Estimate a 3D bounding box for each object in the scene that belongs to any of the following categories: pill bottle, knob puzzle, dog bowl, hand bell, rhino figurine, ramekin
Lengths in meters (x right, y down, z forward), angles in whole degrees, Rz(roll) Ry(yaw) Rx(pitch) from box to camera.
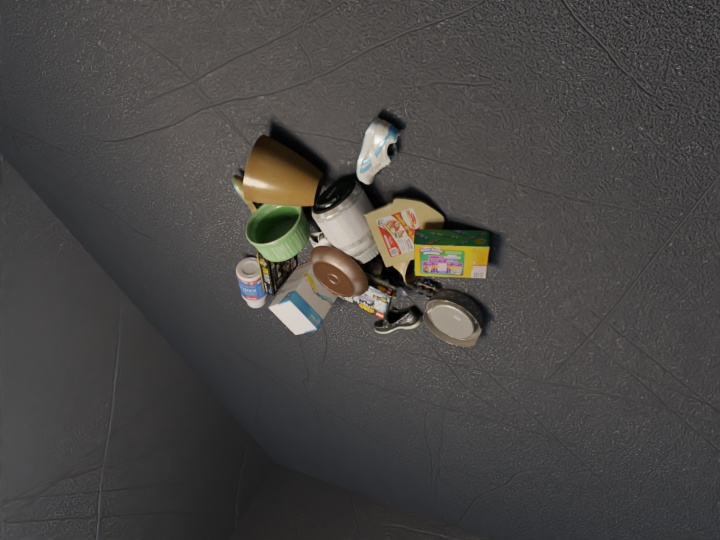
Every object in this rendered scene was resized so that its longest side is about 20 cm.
[{"bbox_3d":[-0.418,0.054,2.160,0.110,0.113,0.203,23,144,18],"label":"pill bottle"},{"bbox_3d":[0.131,-0.116,1.490,0.212,0.031,0.225,1,125,2],"label":"knob puzzle"},{"bbox_3d":[0.287,0.142,1.690,0.196,0.059,0.203,23,144,18],"label":"dog bowl"},{"bbox_3d":[0.088,-0.047,1.642,0.197,0.104,0.106,29,148,34],"label":"hand bell"},{"bbox_3d":[0.000,0.000,1.687,0.089,0.059,0.199,56,143,0],"label":"rhino figurine"},{"bbox_3d":[-0.252,-0.125,1.732,0.195,0.203,0.099,9,147,33],"label":"ramekin"}]

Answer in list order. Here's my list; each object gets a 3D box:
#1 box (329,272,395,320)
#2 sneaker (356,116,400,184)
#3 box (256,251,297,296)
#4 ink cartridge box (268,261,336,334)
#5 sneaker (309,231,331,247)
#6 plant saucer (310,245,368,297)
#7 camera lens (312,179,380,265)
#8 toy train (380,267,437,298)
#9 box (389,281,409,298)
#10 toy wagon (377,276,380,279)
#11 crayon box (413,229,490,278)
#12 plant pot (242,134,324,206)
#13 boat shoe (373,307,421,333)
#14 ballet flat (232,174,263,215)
[{"bbox_3d":[0.003,0.059,1.665,0.196,0.040,0.138,26,147,10],"label":"box"},{"bbox_3d":[0.043,-0.284,1.386,0.079,0.077,0.202,27,147,7],"label":"sneaker"},{"bbox_3d":[-0.280,-0.035,1.890,0.048,0.161,0.203,22,145,16],"label":"box"},{"bbox_3d":[-0.186,0.091,1.919,0.146,0.202,0.145,46,144,-20],"label":"ink cartridge box"},{"bbox_3d":[-0.079,-0.087,1.715,0.196,0.078,0.081,0,144,40],"label":"sneaker"},{"bbox_3d":[-0.070,0.014,1.595,0.196,0.037,0.203,24,147,17],"label":"plant saucer"},{"bbox_3d":[-0.031,-0.137,1.548,0.157,0.161,0.202,-4,130,43],"label":"camera lens"},{"bbox_3d":[0.150,0.033,1.694,0.196,0.046,0.035,22,150,25],"label":"toy train"},{"bbox_3d":[0.086,0.071,1.799,0.039,0.042,0.198,47,146,-18],"label":"box"},{"bbox_3d":[-0.005,0.021,1.794,0.156,0.039,0.201,49,149,12],"label":"toy wagon"},{"bbox_3d":[0.238,-0.044,1.456,0.193,0.059,0.121,3,138,9],"label":"crayon box"},{"bbox_3d":[-0.208,-0.261,1.565,0.195,0.190,0.188,18,144,3],"label":"plant pot"},{"bbox_3d":[0.112,0.161,1.854,0.196,0.075,0.067,-10,124,46],"label":"boat shoe"},{"bbox_3d":[-0.345,-0.233,1.808,0.069,0.071,0.203,5,134,37],"label":"ballet flat"}]
